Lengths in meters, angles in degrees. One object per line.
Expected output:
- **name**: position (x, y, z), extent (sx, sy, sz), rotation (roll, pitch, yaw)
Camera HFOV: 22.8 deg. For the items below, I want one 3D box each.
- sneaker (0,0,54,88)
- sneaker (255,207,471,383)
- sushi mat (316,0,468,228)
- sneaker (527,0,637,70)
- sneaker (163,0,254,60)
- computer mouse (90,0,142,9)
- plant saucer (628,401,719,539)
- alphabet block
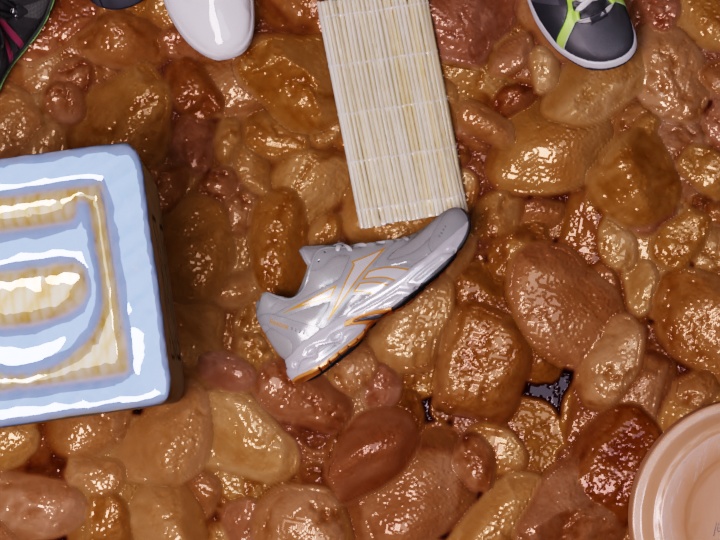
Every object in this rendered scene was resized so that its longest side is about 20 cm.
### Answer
- **sneaker**: position (-0.305, -0.199, 1.452), extent (0.076, 0.084, 0.201), rotation (23, 90, -1)
- **sneaker**: position (0.000, 0.000, 1.466), extent (0.200, 0.076, 0.092), rotation (-38, 84, -6)
- **sushi mat**: position (0.027, -0.139, 1.504), extent (0.095, 0.012, 0.201), rotation (-11, 87, -3)
- **sneaker**: position (0.165, -0.257, 1.484), extent (0.071, 0.083, 0.201), rotation (-32, 88, -4)
- **sneaker**: position (-0.136, -0.275, 1.468), extent (0.075, 0.088, 0.201), rotation (-14, 87, -5)
- **computer mouse**: position (-0.255, -0.309, 1.485), extent (0.139, 0.046, 0.201), rotation (-16, 87, -5)
- **plant saucer**: position (0.324, 0.208, 1.486), extent (0.199, 0.032, 0.202), rotation (0, 86, -2)
- **alphabet block**: position (-0.245, 0.019, 1.388), extent (0.194, 0.200, 0.198), rotation (-6, 86, -2)
